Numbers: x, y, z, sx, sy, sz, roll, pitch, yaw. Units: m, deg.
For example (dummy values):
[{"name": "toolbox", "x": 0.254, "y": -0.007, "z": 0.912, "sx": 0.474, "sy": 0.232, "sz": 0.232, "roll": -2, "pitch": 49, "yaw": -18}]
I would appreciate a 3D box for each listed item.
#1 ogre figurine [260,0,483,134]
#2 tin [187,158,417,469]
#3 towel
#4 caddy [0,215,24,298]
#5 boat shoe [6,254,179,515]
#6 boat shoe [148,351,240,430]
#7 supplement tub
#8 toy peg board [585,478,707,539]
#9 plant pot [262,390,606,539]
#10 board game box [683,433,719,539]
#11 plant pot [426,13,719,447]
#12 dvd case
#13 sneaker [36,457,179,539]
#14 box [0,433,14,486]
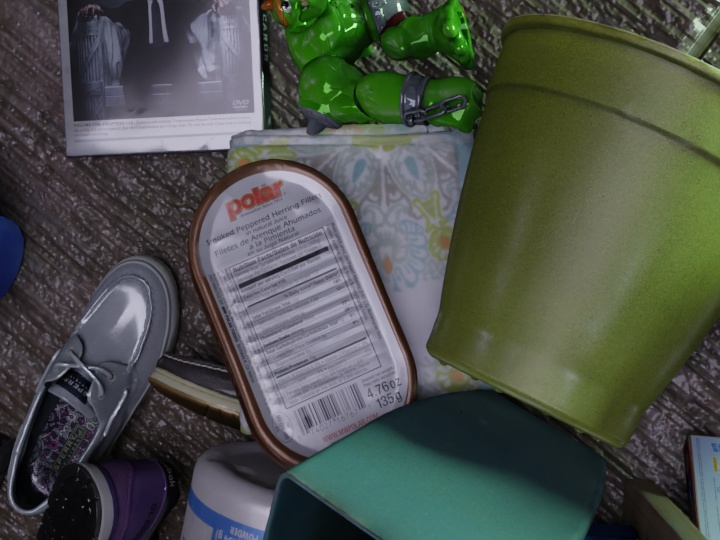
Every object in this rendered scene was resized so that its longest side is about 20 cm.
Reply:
[{"name": "ogre figurine", "x": 0.004, "y": -0.167, "z": 0.765, "sx": 0.118, "sy": 0.098, "sz": 0.203, "roll": -19, "pitch": 87, "yaw": 16}, {"name": "tin", "x": -0.035, "y": 0.028, "z": 0.730, "sx": 0.110, "sy": 0.042, "sz": 0.203, "roll": -22, "pitch": 82, "yaw": -11}, {"name": "towel", "x": 0.000, "y": 0.000, "z": 0.778, "sx": 0.168, "sy": 0.048, "sz": 0.204, "roll": -4, "pitch": 80, "yaw": -4}, {"name": "caddy", "x": -0.337, "y": -0.005, "z": 0.836, "sx": 0.199, "sy": 0.105, "sz": 0.142, "roll": -39, "pitch": 89, "yaw": 11}, {"name": "boat shoe", "x": -0.189, "y": 0.085, "z": 0.836, "sx": 0.069, "sy": 0.071, "sz": 0.203, "roll": 27, "pitch": 99, "yaw": 6}, {"name": "boat shoe", "x": -0.045, "y": 0.085, "z": 0.818, "sx": 0.197, "sy": 0.073, "sz": 0.066, "roll": 17, "pitch": 77, "yaw": 1}, {"name": "supplement tub", "x": -0.066, "y": 0.229, "z": 0.798, "sx": 0.130, "sy": 0.132, "sz": 0.204, "roll": 12, "pitch": 96, "yaw": 8}, {"name": "toy peg board", "x": 0.146, "y": 0.249, "z": 0.719, "sx": 0.096, "sy": 0.200, "sz": 0.203, "roll": 3, "pitch": 95, "yaw": -1}, {"name": "plant pot", "x": 0.052, "y": 0.159, "z": 0.675, "sx": 0.140, "sy": 0.199, "sz": 0.143, "roll": 29, "pitch": 122, "yaw": 22}, {"name": "board game box", "x": 0.255, "y": 0.191, "z": 0.719, "sx": 0.101, "sy": 0.202, "sz": 0.020, "roll": 4, "pitch": 137, "yaw": 5}, {"name": "plant pot", "x": 0.132, "y": -0.012, "z": 0.690, "sx": 0.198, "sy": 0.200, "sz": 0.195, "roll": 25, "pitch": 89, "yaw": 7}, {"name": "dvd case", "x": -0.138, "y": -0.183, "z": 0.828, "sx": 0.147, "sy": 0.025, "sz": 0.204, "roll": -1, "pitch": 96, "yaw": 10}, {"name": "sneaker", "x": -0.188, "y": 0.209, "z": 0.848, "sx": 0.076, "sy": 0.087, "sz": 0.201, "roll": 57, "pitch": 129, "yaw": 27}, {"name": "box", "x": -0.366, "y": 0.119, "z": 0.827, "sx": 0.197, "sy": 0.158, "sz": 0.051, "roll": 22, "pitch": 99, "yaw": 6}]
